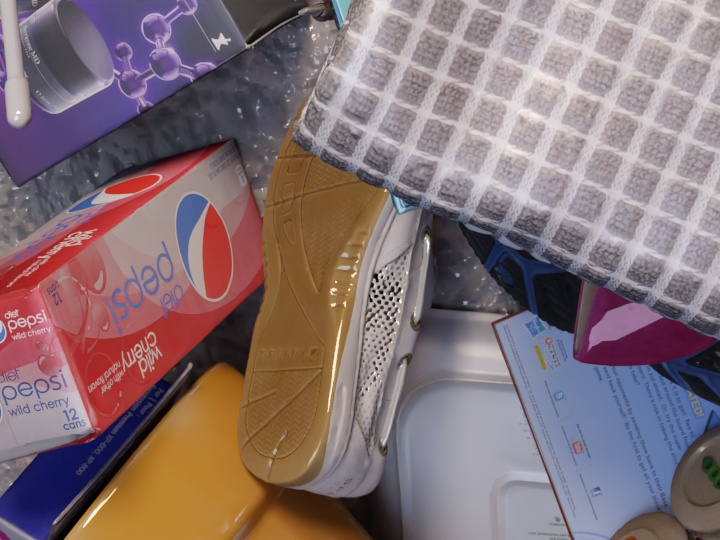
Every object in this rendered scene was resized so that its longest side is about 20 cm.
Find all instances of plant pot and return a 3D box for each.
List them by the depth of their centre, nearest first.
[{"bbox_3d":[-0.052,0.175,0.931,0.183,0.200,0.200,38,119,2],"label":"plant pot"}]

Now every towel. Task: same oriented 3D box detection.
[{"bbox_3d":[0.088,-0.097,0.648,0.165,0.086,0.201,23,94,-1],"label":"towel"}]

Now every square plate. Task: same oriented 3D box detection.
[{"bbox_3d":[0.092,0.117,0.949,0.199,0.028,0.199,3,112,20],"label":"square plate"}]

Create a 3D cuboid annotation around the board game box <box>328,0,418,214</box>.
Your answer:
[{"bbox_3d":[0.052,-0.139,0.713,0.150,0.047,0.201,-18,96,0],"label":"board game box"}]

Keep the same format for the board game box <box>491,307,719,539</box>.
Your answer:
[{"bbox_3d":[0.137,0.096,0.875,0.103,0.019,0.201,-24,76,18],"label":"board game box"}]

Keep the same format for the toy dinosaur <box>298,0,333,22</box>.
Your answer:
[{"bbox_3d":[0.037,-0.182,0.809,0.200,0.105,0.181,30,137,-23],"label":"toy dinosaur"}]

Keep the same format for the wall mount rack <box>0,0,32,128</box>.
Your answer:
[{"bbox_3d":[-0.210,-0.120,0.861,0.200,0.075,0.174,-27,99,31],"label":"wall mount rack"}]

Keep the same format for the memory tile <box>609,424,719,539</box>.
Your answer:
[{"bbox_3d":[0.169,0.119,0.777,0.017,0.200,0.153,35,102,-30],"label":"memory tile"}]

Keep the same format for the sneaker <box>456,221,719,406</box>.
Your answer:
[{"bbox_3d":[0.114,-0.014,0.859,0.200,0.077,0.076,33,152,32],"label":"sneaker"}]

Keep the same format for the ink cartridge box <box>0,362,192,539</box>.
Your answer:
[{"bbox_3d":[-0.132,0.101,0.938,0.037,0.095,0.200,39,153,1],"label":"ink cartridge box"}]

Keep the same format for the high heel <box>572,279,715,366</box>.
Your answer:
[{"bbox_3d":[0.098,-0.065,0.778,0.096,0.067,0.201,-16,84,-7],"label":"high heel"}]

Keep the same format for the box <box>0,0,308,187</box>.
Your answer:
[{"bbox_3d":[-0.138,-0.161,0.903,0.141,0.079,0.200,-28,98,25],"label":"box"}]

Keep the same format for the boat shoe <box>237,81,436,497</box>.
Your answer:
[{"bbox_3d":[0.000,0.000,0.895,0.071,0.069,0.201,4,76,43],"label":"boat shoe"}]

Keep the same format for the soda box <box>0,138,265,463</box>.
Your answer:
[{"bbox_3d":[-0.106,0.008,0.884,0.063,0.200,0.070,-13,105,24],"label":"soda box"}]
